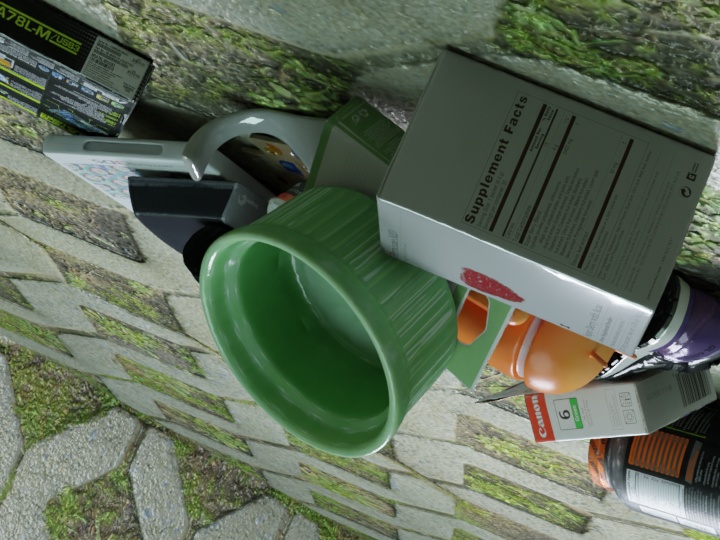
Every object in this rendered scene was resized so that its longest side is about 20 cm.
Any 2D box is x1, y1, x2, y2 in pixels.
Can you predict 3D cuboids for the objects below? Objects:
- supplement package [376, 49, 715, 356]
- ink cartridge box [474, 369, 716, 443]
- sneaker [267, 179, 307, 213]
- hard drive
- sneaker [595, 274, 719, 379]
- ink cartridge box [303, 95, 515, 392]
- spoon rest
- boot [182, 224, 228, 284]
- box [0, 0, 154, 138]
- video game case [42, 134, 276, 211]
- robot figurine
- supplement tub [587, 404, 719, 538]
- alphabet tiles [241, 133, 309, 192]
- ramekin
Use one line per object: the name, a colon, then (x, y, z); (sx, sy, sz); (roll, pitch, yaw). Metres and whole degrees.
supplement package: (0.123, -0.044, 1.138); (0.198, 0.121, 0.121); (23, 165, 9)
ink cartridge box: (0.212, 0.119, 1.510); (0.108, 0.051, 0.199); (-18, -177, -42)
sneaker: (0.000, 0.000, 1.459); (0.077, 0.082, 0.201); (7, 133, 58)
hard drive: (-0.127, -0.037, 1.579); (0.134, 0.043, 0.200); (5, 164, 25)
sneaker: (0.258, 0.065, 1.396); (0.087, 0.076, 0.200); (21, 166, -10)
ink cartridge box: (0.042, -0.020, 1.275); (0.200, 0.048, 0.146); (38, 142, 14)
spoon rest: (-0.046, -0.099, 1.371); (0.198, 0.061, 0.100); (7, 153, 15)
boot: (-0.073, 0.051, 1.505); (0.198, 0.073, 0.163); (42, 174, 34)
box: (-0.291, -0.187, 1.468); (0.199, 0.048, 0.193); (27, 168, -10)
video game case: (-0.177, -0.082, 1.584); (0.180, 0.024, 0.200); (5, 165, 26)
robot figurine: (0.130, 0.024, 1.342); (0.199, 0.117, 0.144); (32, 152, 23)
supplement tub: (0.330, 0.190, 1.605); (0.199, 0.123, 0.123); (14, 162, 37)
alphabet tiles: (-0.009, -0.071, 1.485); (0.199, 0.006, 0.166); (14, 162, 37)
ramekin: (-0.020, 0.033, 1.266); (0.199, 0.098, 0.201); (29, 139, 28)
